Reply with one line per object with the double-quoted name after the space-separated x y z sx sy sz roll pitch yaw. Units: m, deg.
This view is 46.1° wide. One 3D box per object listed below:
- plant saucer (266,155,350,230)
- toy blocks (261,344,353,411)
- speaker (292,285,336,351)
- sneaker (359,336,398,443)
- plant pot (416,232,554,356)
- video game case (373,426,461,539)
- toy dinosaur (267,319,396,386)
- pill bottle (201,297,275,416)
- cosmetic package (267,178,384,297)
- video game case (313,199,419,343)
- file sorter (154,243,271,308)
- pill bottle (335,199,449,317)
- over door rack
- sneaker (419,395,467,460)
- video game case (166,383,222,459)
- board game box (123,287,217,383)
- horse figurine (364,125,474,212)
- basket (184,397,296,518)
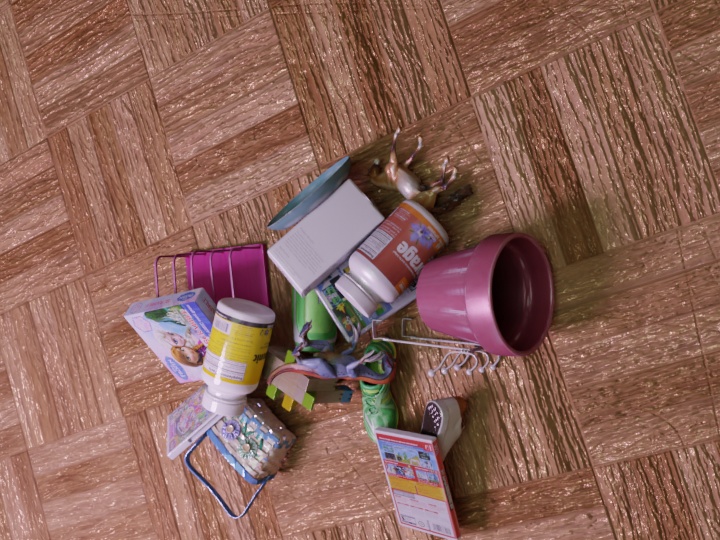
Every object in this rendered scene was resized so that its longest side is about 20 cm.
-0.089 -0.137 1.556 0.199 0.200 0.027 -35 101 24 "plant saucer"
-0.101 0.197 1.608 0.199 0.136 0.101 27 104 42 "toy blocks"
-0.086 0.049 1.615 0.087 0.088 0.203 3 94 27 "speaker"
0.025 0.225 1.569 0.073 0.083 0.203 -1 93 26 "sneaker"
0.200 0.041 1.420 0.178 0.199 0.203 -2 92 42 "plant pot"
0.102 0.382 1.520 0.142 0.017 0.202 1 111 46 "video game case"
-0.033 0.162 1.502 0.181 0.105 0.200 36 122 -17 "toy dinosaur"
-0.233 0.161 1.568 0.110 0.111 0.202 20 100 25 "pill bottle"
-0.061 -0.057 1.515 0.200 0.074 0.102 -40 83 -7 "cosmetic package"
0.000 0.000 1.552 0.181 0.022 0.201 -33 82 -5 "video game case"
-0.299 0.026 1.701 0.198 0.125 0.141 -6 90 27 "file sorter"
0.053 -0.018 1.486 0.112 0.112 0.200 42 83 19 "pill bottle"
0.130 0.140 1.477 0.198 0.147 0.067 17 95 25 "over door rack"
0.146 0.309 1.524 0.073 0.084 0.202 48 136 37 "sneaker"
-0.311 0.273 1.698 0.200 0.143 0.018 -41 115 7 "video game case"
-0.336 0.133 1.673 0.198 0.041 0.201 -12 125 33 "board game box"
0.103 -0.165 1.523 0.199 0.050 0.133 37 121 14 "horse figurine"
-0.243 0.362 1.683 0.176 0.139 0.201 40 101 20 "basket"
